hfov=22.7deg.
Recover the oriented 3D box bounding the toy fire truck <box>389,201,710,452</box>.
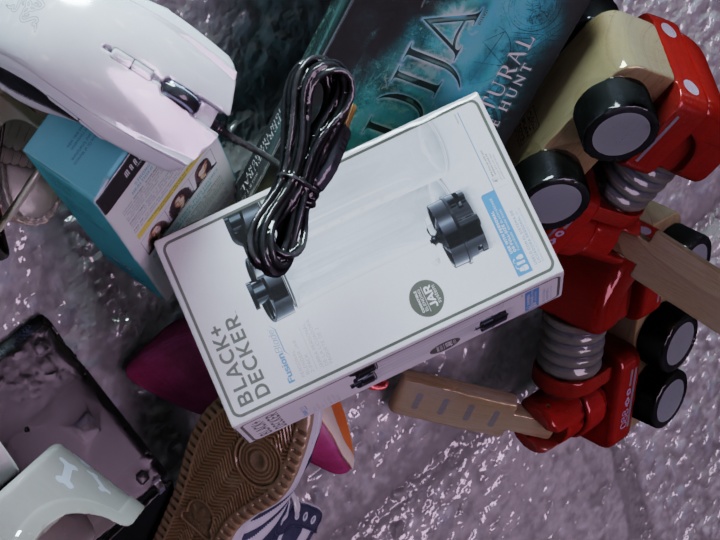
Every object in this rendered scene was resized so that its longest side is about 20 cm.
[{"bbox_3d":[0.133,0.049,1.270,0.199,0.128,0.178,-27,133,-41],"label":"toy fire truck"}]

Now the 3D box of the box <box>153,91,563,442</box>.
[{"bbox_3d":[0.000,0.000,0.990,0.198,0.118,0.060,-24,167,0],"label":"box"}]

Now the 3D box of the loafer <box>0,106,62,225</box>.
[{"bbox_3d":[-0.166,-0.118,0.974,0.071,0.063,0.202,0,106,-41],"label":"loafer"}]

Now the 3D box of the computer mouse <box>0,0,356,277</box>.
[{"bbox_3d":[-0.100,-0.087,0.862,0.199,0.044,0.111,26,81,-6],"label":"computer mouse"}]

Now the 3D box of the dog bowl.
[{"bbox_3d":[-0.204,0.168,0.925,0.200,0.200,0.059,-43,92,-21],"label":"dog bowl"}]

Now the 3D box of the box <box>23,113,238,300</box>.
[{"bbox_3d":[-0.119,-0.052,0.982,0.083,0.049,0.200,-55,167,-11],"label":"box"}]

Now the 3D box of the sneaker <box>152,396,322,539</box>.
[{"bbox_3d":[-0.058,0.125,1.105,0.108,0.070,0.201,-24,149,-52],"label":"sneaker"}]

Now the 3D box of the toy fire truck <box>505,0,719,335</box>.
[{"bbox_3d":[0.174,-0.049,1.100,0.198,0.130,0.176,15,134,-31],"label":"toy fire truck"}]

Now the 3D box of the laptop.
[{"bbox_3d":[-0.209,0.160,1.083,0.177,0.103,0.201,-42,105,-22],"label":"laptop"}]

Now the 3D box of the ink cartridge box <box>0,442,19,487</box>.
[{"bbox_3d":[-0.293,0.112,0.893,0.200,0.145,0.088,-44,131,-20],"label":"ink cartridge box"}]

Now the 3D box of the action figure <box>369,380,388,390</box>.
[{"bbox_3d":[0.003,0.037,1.110,0.066,0.098,0.200,-67,161,-1],"label":"action figure"}]

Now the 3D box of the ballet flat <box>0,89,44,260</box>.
[{"bbox_3d":[-0.183,-0.095,0.926,0.068,0.068,0.202,17,109,-3],"label":"ballet flat"}]

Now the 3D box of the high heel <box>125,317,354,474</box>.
[{"bbox_3d":[-0.071,0.090,1.163,0.095,0.068,0.200,-21,148,9],"label":"high heel"}]

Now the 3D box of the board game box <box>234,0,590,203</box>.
[{"bbox_3d":[0.028,-0.102,1.026,0.134,0.028,0.201,16,118,-27],"label":"board game box"}]
